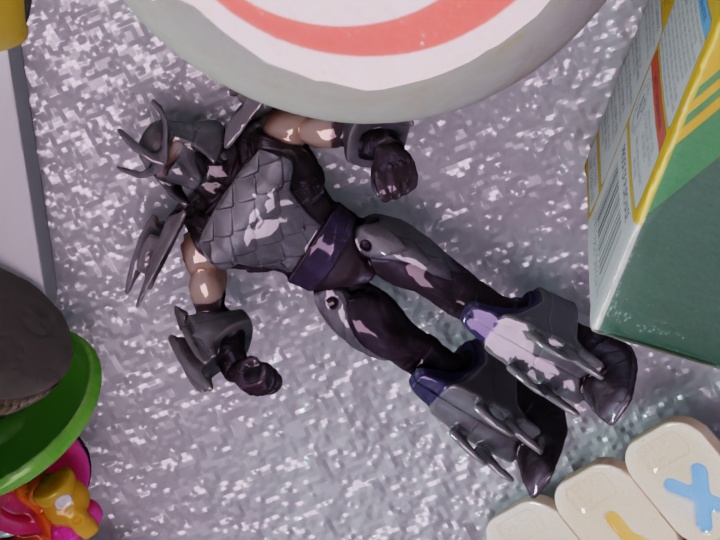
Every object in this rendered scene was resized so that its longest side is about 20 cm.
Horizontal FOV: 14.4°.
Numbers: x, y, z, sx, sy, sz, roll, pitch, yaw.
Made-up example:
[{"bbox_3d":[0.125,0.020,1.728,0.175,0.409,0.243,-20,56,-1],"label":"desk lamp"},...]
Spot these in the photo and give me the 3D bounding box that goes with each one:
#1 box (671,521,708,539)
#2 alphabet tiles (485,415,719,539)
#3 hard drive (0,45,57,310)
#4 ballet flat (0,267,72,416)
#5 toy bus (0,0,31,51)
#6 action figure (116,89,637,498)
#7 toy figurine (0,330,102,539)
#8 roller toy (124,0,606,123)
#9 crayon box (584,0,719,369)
[{"bbox_3d":[0.232,0.123,1.046,0.200,0.040,0.137,45,113,-1],"label":"box"},{"bbox_3d":[0.140,0.150,1.060,0.196,0.015,0.200,51,132,-7],"label":"alphabet tiles"},{"bbox_3d":[-0.217,-0.040,1.028,0.199,0.027,0.133,-2,118,6],"label":"hard drive"},{"bbox_3d":[-0.195,0.029,0.982,0.199,0.068,0.046,-1,147,-33],"label":"ballet flat"},{"bbox_3d":[-0.181,-0.163,0.861,0.135,0.200,0.193,-6,114,-25],"label":"toy bus"},{"bbox_3d":[0.000,0.000,1.011,0.199,0.069,0.130,32,121,-9],"label":"action figure"},{"bbox_3d":[-0.142,0.145,1.086,0.200,0.150,0.184,-36,127,-5],"label":"toy figurine"},{"bbox_3d":[0.002,-0.147,0.892,0.199,0.140,0.184,0,107,7],"label":"roller toy"},{"bbox_3d":[0.129,-0.086,0.922,0.051,0.126,0.201,16,118,-5],"label":"crayon box"}]
